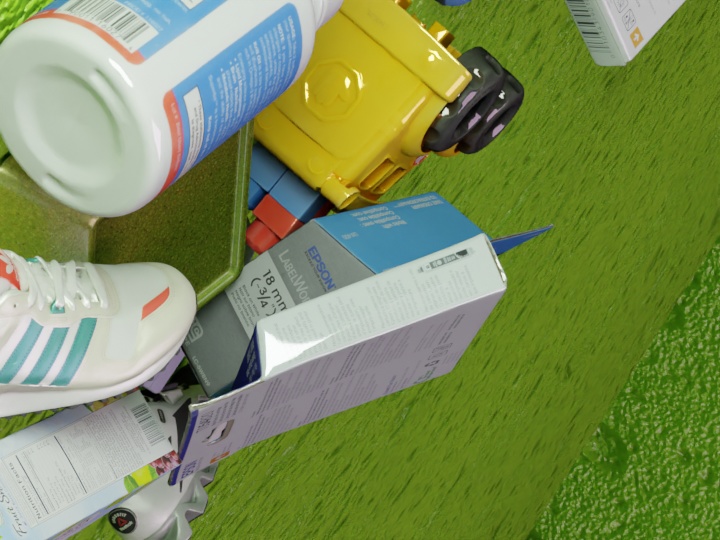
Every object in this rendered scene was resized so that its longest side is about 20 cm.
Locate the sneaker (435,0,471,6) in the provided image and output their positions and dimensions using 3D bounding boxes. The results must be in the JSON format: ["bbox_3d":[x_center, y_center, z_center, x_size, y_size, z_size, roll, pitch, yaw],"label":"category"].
[{"bbox_3d":[0.130,-0.251,1.985,0.200,0.078,0.066,-49,166,-24],"label":"sneaker"}]

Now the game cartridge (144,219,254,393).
[{"bbox_3d":[-0.126,0.004,1.779,0.133,0.041,0.200,-60,166,-4],"label":"game cartridge"}]

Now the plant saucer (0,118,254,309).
[{"bbox_3d":[-0.126,-0.023,1.612,0.200,0.048,0.200,-39,150,-36],"label":"plant saucer"}]

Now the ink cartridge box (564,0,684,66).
[{"bbox_3d":[0.193,-0.282,1.967,0.200,0.043,0.199,-46,121,-29],"label":"ink cartridge box"}]

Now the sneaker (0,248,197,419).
[{"bbox_3d":[-0.175,0.023,1.485,0.199,0.070,0.094,-15,140,-23],"label":"sneaker"}]

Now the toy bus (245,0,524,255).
[{"bbox_3d":[-0.006,-0.090,1.787,0.192,0.136,0.200,-52,168,6],"label":"toy bus"}]

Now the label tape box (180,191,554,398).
[{"bbox_3d":[0.000,0.000,1.745,0.200,0.063,0.144,-33,169,33],"label":"label tape box"}]

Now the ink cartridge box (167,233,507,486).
[{"bbox_3d":[-0.024,0.054,1.659,0.199,0.041,0.200,-22,168,-14],"label":"ink cartridge box"}]

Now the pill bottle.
[{"bbox_3d":[-0.093,-0.121,1.468,0.200,0.112,0.112,-41,159,-43],"label":"pill bottle"}]

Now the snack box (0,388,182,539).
[{"bbox_3d":[-0.220,0.145,1.582,0.168,0.068,0.200,-33,178,26],"label":"snack box"}]

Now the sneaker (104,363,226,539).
[{"bbox_3d":[-0.137,0.105,1.887,0.074,0.089,0.200,-36,-160,24],"label":"sneaker"}]
